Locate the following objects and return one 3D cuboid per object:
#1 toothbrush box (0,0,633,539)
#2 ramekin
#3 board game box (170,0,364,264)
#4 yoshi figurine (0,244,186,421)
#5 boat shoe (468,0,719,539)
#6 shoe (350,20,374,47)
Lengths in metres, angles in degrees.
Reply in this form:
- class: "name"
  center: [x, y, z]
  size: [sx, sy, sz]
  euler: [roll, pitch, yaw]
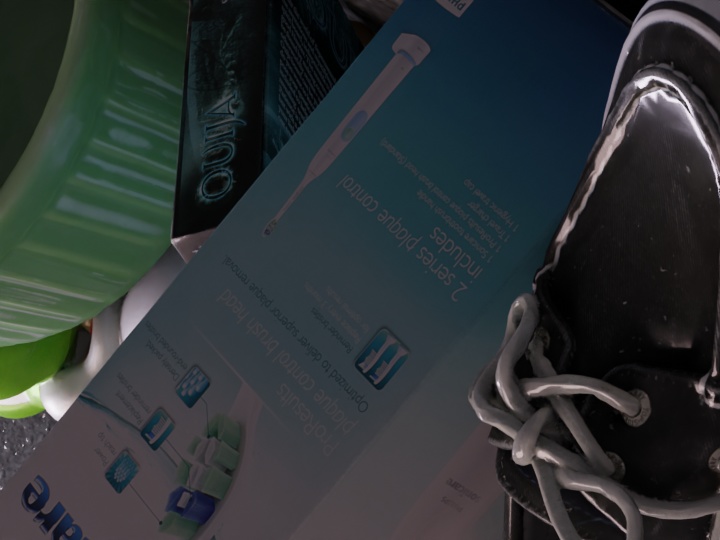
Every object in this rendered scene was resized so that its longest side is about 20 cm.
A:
- class: "toothbrush box"
  center: [0.026, 0.038, 0.620]
  size: [0.146, 0.200, 0.085]
  euler: [36, -172, -47]
- class: "ramekin"
  center: [-0.137, -0.069, 0.833]
  size: [0.200, 0.200, 0.098]
  euler: [31, -174, 34]
- class: "board game box"
  center: [0.000, 0.000, 0.754]
  size: [0.200, 0.028, 0.135]
  euler: [59, -157, -44]
- class: "yoshi figurine"
  center: [-0.084, 0.015, 0.886]
  size: [0.200, 0.112, 0.112]
  euler: [-14, 118, 38]
- class: "boat shoe"
  center: [0.057, 0.032, 0.523]
  size: [0.074, 0.068, 0.200]
  euler: [43, 143, 36]
- class: "shoe"
  center: [-0.033, -0.015, 0.960]
  size: [0.070, 0.200, 0.053]
  euler: [-13, -122, -35]
